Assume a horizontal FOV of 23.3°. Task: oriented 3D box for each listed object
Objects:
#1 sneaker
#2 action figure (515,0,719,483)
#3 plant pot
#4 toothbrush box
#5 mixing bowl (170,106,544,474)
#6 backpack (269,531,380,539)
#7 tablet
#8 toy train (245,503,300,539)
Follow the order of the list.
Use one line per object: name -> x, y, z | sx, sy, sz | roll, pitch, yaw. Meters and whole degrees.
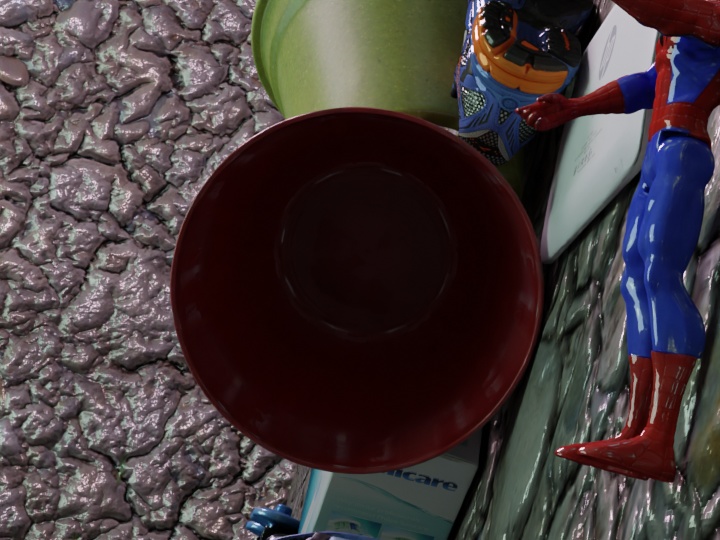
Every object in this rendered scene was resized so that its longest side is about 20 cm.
sneaker -> 0.082, -0.122, 0.992 | 0.200, 0.075, 0.079 | -62, -2, -64
action figure -> 0.084, -0.036, 0.609 | 0.065, 0.099, 0.201 | 136, 150, -81
plant pot -> 0.028, -0.100, 1.101 | 0.185, 0.200, 0.201 | -92, 15, -50
toothbrush box -> 0.018, 0.121, 1.111 | 0.147, 0.085, 0.200 | -78, 3, -47
mixing bowl -> 0.000, 0.000, 0.973 | 0.108, 0.199, 0.201 | -79, 4, -76
backpack -> -0.008, 0.192, 0.530 | 0.200, 0.182, 0.135 | -62, -19, -23
tablet -> 0.123, -0.086, 0.854 | 0.200, 0.014, 0.131 | 118, 166, -75
toy train -> -0.048, 0.248, 1.425 | 0.200, 0.114, 0.087 | 116, 176, -74
